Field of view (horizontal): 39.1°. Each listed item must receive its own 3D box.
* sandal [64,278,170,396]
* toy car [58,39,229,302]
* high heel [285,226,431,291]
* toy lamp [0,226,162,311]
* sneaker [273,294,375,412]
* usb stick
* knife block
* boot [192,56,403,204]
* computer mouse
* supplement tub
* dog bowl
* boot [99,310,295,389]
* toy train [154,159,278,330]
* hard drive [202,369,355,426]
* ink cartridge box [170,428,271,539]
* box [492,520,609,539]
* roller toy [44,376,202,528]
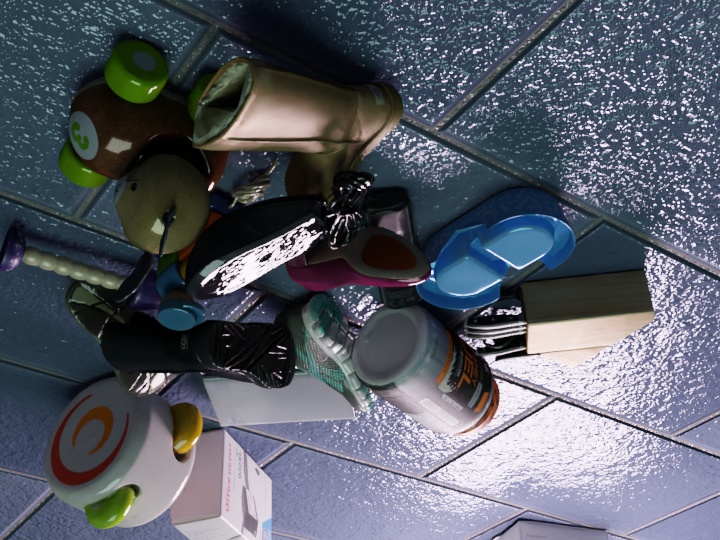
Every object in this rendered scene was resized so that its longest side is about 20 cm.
[{"bbox_3d":[-0.297,0.074,1.263,0.080,0.057,0.202,-37,126,-14],"label":"sandal"},{"bbox_3d":[-0.200,-0.074,0.937,0.157,0.201,0.164,18,139,-26],"label":"toy car"},{"bbox_3d":[0.000,0.000,1.122,0.199,0.068,0.096,18,148,34],"label":"high heel"},{"bbox_3d":[-0.309,0.003,1.163,0.199,0.059,0.058,18,140,-26],"label":"toy lamp"},{"bbox_3d":[-0.045,0.111,1.309,0.091,0.078,0.201,-11,128,26],"label":"sneaker"},{"bbox_3d":[0.039,-0.020,1.168,0.055,0.033,0.201,-11,143,1],"label":"usb stick"},{"bbox_3d":[0.232,0.049,1.244,0.175,0.064,0.200,22,138,-30],"label":"knife block"},{"bbox_3d":[-0.075,-0.121,0.930,0.199,0.066,0.175,-6,144,-49],"label":"boot"},{"bbox_3d":[-0.087,-0.038,0.974,0.199,0.053,0.139,-27,163,-19],"label":"computer mouse"},{"bbox_3d":[0.091,0.134,1.304,0.122,0.123,0.200,-24,139,27],"label":"supplement tub"},{"bbox_3d":[0.149,-0.025,1.151,0.111,0.050,0.200,28,135,-34],"label":"dog bowl"},{"bbox_3d":[-0.192,0.095,1.214,0.167,0.077,0.200,0,169,29],"label":"boot"},{"bbox_3d":[-0.152,-0.025,1.079,0.084,0.116,0.200,25,137,-33],"label":"toy train"},{"bbox_3d":[-0.109,0.169,1.420,0.198,0.033,0.140,-4,144,2],"label":"hard drive"},{"bbox_3d":[-0.211,0.358,1.579,0.083,0.146,0.200,-12,143,13],"label":"ink cartridge box"},{"bbox_3d":[0.348,0.580,1.922,0.199,0.131,0.199,11,142,-18],"label":"box"},{"bbox_3d":[-0.325,0.251,1.398,0.182,0.201,0.140,16,160,41],"label":"roller toy"}]
